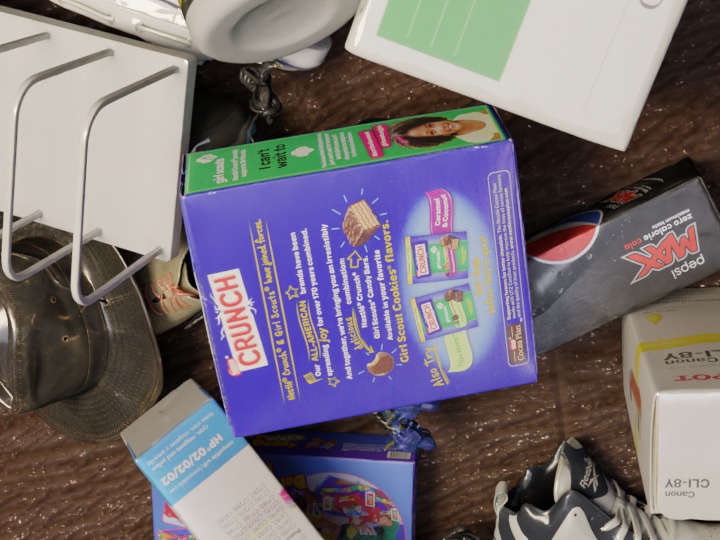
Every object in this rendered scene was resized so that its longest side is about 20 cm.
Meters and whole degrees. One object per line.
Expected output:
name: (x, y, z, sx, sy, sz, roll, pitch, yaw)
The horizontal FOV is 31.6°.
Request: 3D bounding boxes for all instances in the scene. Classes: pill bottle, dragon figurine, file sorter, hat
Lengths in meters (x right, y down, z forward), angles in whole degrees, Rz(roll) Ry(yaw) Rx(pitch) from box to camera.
pill bottle: (-0.078, -0.239, 0.782, 0.112, 0.112, 0.200, -22, 77, 13)
dragon figurine: (-0.032, 0.065, 0.903, 0.200, 0.099, 0.059, 22, 108, 0)
file sorter: (-0.224, -0.078, 0.794, 0.200, 0.125, 0.139, 16, 115, 15)
hat: (-0.236, 0.044, 0.902, 0.200, 0.081, 0.201, 12, 115, 27)

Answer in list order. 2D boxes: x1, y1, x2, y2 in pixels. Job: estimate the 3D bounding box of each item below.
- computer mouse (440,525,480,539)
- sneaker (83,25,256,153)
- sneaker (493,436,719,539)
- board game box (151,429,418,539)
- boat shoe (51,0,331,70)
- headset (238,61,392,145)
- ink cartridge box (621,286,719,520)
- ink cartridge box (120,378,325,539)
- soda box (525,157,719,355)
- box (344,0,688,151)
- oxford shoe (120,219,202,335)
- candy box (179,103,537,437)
computer mouse: (0.078, 0.295, 0.964, 0.110, 0.044, 0.200, -34, 117, -10)
sneaker: (-0.168, -0.117, 0.857, 0.199, 0.073, 0.082, 10, 130, 11)
sneaker: (0.187, 0.179, 0.922, 0.199, 0.080, 0.130, -6, 115, 19)
board game box: (-0.057, 0.192, 0.974, 0.199, 0.045, 0.135, 3, 108, 6)
boat shoe: (-0.118, -0.174, 0.863, 0.200, 0.074, 0.065, 26, 124, 2)
headset: (-0.005, -0.062, 0.865, 0.123, 0.094, 0.200, -42, 128, 12)
ink cartridge box: (0.250, 0.077, 0.821, 0.145, 0.200, 0.084, -2, 107, 7)
ink cartridge box: (-0.075, 0.177, 0.879, 0.068, 0.115, 0.200, -39, 101, -10)
soda box: (0.153, 0.000, 0.881, 0.200, 0.063, 0.071, -27, 102, 13)
box: (0.107, -0.202, 0.752, 0.171, 0.200, 0.199, 20, 107, -2)
oxford shoe: (-0.133, 0.003, 0.908, 0.200, 0.075, 0.070, -35, 103, 19)
candy box: (0.000, 0.000, 0.799, 0.199, 0.077, 0.169, -10, 114, -3)
